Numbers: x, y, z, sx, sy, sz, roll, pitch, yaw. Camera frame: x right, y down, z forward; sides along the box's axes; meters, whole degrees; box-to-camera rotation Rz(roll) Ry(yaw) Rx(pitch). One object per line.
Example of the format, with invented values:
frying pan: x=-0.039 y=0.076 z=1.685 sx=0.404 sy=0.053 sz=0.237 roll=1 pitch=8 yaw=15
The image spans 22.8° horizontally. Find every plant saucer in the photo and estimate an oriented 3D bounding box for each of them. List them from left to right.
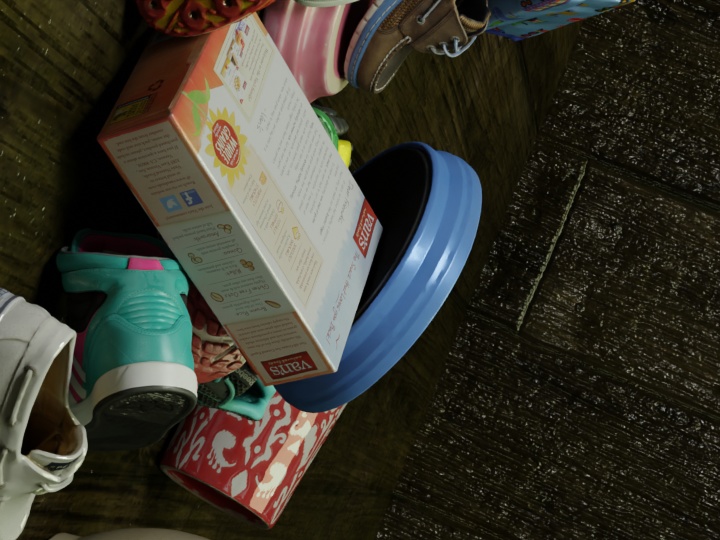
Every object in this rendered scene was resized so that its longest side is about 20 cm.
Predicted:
plant saucer: x=-0.016 y=-0.212 z=1.349 sx=0.200 sy=0.050 sz=0.202 roll=22 pitch=90 yaw=-79

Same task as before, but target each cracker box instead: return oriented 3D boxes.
cracker box: x=-0.066 y=-0.049 z=1.068 sx=0.201 sy=0.057 sz=0.135 roll=58 pitch=32 yaw=-31

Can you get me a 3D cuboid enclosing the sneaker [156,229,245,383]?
sneaker: x=-0.093 y=-0.017 z=1.164 sx=0.082 sy=0.078 sz=0.202 roll=-22 pitch=-133 yaw=42

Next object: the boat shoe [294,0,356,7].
boat shoe: x=0.032 y=-0.247 z=1.219 sx=0.200 sy=0.073 sz=0.060 roll=-29 pitch=174 yaw=3

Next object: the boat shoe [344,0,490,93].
boat shoe: x=0.057 y=-0.195 z=1.310 sx=0.072 sy=0.072 sz=0.200 roll=-41 pitch=169 yaw=-50

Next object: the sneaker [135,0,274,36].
sneaker: x=-0.043 y=-0.201 z=1.005 sx=0.199 sy=0.073 sz=0.077 roll=-38 pitch=-176 yaw=11

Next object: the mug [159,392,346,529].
mug: x=-0.072 y=0.111 z=1.516 sx=0.201 sy=0.132 sz=0.178 roll=-62 pitch=167 yaw=-17

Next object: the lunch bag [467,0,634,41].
lunch bag: x=0.123 y=-0.288 z=1.355 sx=0.093 sy=0.150 sz=0.202 roll=-5 pitch=87 yaw=-35

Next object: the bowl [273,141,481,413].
bowl: x=0.000 y=0.000 z=1.198 sx=0.201 sy=0.039 sz=0.201 roll=-43 pitch=-155 yaw=25

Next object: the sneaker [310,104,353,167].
sneaker: x=-0.069 y=-0.023 z=1.313 sx=0.085 sy=0.077 sz=0.202 roll=-10 pitch=113 yaw=-63

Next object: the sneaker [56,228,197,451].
sneaker: x=-0.153 y=0.039 z=1.082 sx=0.200 sy=0.083 sz=0.122 roll=-32 pitch=-124 yaw=58

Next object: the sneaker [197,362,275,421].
sneaker: x=-0.109 y=0.048 z=1.233 sx=0.078 sy=0.091 sz=0.200 roll=-62 pitch=158 yaw=-14

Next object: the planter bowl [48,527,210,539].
planter bowl: x=-0.177 y=0.265 z=1.254 sx=0.200 sy=0.134 sz=0.202 roll=21 pitch=90 yaw=-80

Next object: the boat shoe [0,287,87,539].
boat shoe: x=-0.191 y=0.098 z=1.018 sx=0.071 sy=0.069 sz=0.201 roll=-56 pitch=164 yaw=-50
